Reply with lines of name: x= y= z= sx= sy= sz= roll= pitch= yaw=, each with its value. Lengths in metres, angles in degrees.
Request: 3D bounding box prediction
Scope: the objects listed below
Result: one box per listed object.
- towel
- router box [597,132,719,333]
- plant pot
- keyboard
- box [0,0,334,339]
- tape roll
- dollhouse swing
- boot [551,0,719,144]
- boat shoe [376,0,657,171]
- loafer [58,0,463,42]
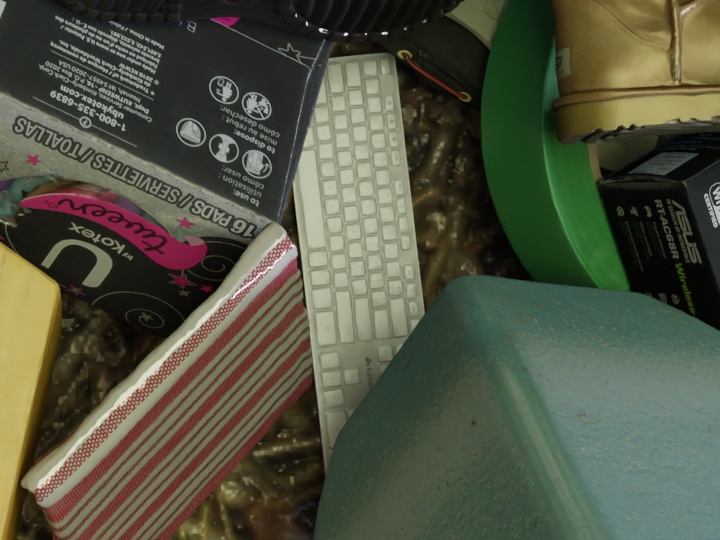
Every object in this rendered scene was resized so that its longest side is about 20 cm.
towel: x=-0.080 y=0.063 z=1.080 sx=0.030 sy=0.200 sz=0.146 roll=39 pitch=76 yaw=13
router box: x=0.208 y=0.017 z=1.176 sx=0.149 sy=0.062 sz=0.201 roll=-30 pitch=109 yaw=-31
plant pot: x=0.091 y=0.114 z=1.075 sx=0.195 sy=0.197 sz=0.201 roll=7 pitch=44 yaw=-34
keyboard: x=0.000 y=0.000 z=1.200 sx=0.056 sy=0.011 sz=0.202 roll=-6 pitch=88 yaw=-17
box: x=-0.129 y=-0.079 z=1.094 sx=0.199 sy=0.115 sz=0.133 roll=25 pitch=53 yaw=-13
tape roll: x=0.147 y=-0.070 z=1.196 sx=0.199 sy=0.048 sz=0.202 roll=-1 pitch=92 yaw=-35
dollhouse swing: x=-0.215 y=0.043 z=1.040 sx=0.174 sy=0.200 sz=0.183 roll=13 pitch=83 yaw=-6
boot: x=0.150 y=-0.160 z=1.079 sx=0.174 sy=0.066 sz=0.202 roll=-5 pitch=88 yaw=-13
boat shoe: x=0.060 y=-0.114 z=1.201 sx=0.201 sy=0.063 sz=0.074 roll=36 pitch=65 yaw=-25
loafer: x=-0.035 y=-0.145 z=1.064 sx=0.198 sy=0.073 sz=0.072 roll=2 pitch=61 yaw=-28
